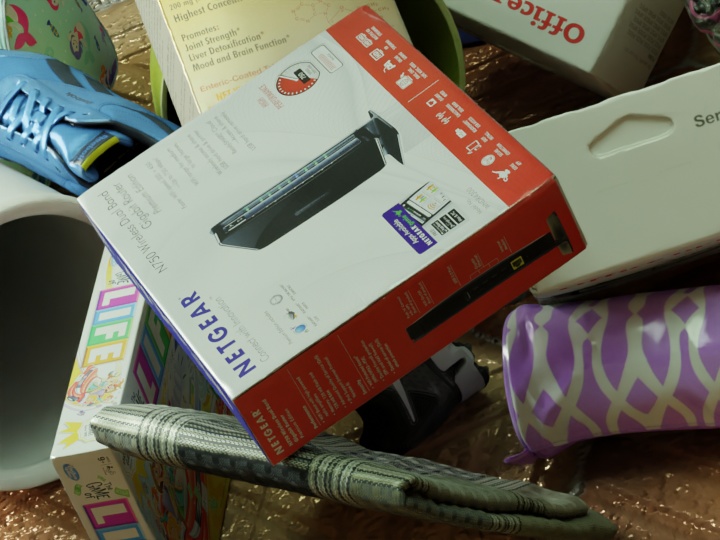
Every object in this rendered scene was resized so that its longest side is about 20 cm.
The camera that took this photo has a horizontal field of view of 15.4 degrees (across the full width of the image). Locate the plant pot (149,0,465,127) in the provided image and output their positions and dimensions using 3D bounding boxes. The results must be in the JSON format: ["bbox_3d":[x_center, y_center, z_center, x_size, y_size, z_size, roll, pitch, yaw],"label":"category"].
[{"bbox_3d":[-0.055,-0.132,1.649,0.187,0.187,0.200,-27,23,-8],"label":"plant pot"}]

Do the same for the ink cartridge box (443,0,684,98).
[{"bbox_3d":[0.138,-0.223,1.617,0.147,0.083,0.200,27,92,26],"label":"ink cartridge box"}]

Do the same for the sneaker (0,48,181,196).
[{"bbox_3d":[-0.165,-0.080,1.508,0.200,0.078,0.066,26,91,19],"label":"sneaker"}]

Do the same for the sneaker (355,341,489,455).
[{"bbox_3d":[-0.023,0.026,1.400,0.091,0.200,0.066,-52,22,-17],"label":"sneaker"}]

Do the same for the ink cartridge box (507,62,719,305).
[{"bbox_3d":[0.146,-0.042,1.391,0.146,0.084,0.200,-18,-4,5],"label":"ink cartridge box"}]

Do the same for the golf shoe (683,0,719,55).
[{"bbox_3d":[0.257,-0.099,1.506,0.073,0.092,0.200,-33,56,11],"label":"golf shoe"}]

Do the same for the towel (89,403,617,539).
[{"bbox_3d":[0.001,0.097,1.303,0.192,0.200,0.035,9,85,36],"label":"towel"}]

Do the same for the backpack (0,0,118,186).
[{"bbox_3d":[-0.255,-0.125,1.730,0.150,0.178,0.200,-9,40,26],"label":"backpack"}]

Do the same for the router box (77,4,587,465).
[{"bbox_3d":[-0.018,-0.023,1.272,0.179,0.049,0.200,-35,40,-7],"label":"router box"}]

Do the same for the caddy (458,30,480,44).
[{"bbox_3d":[0.037,-0.223,1.764,0.200,0.105,0.142,-9,37,17],"label":"caddy"}]

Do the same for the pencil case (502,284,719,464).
[{"bbox_3d":[0.170,0.050,1.353,0.200,0.086,0.084,-5,-5,23],"label":"pencil case"}]

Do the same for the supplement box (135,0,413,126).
[{"bbox_3d":[-0.054,-0.149,1.470,0.126,0.074,0.200,-18,70,-11],"label":"supplement box"}]

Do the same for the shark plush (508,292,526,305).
[{"bbox_3d":[0.000,0.000,1.503,0.200,0.083,0.091,-18,20,34],"label":"shark plush"}]

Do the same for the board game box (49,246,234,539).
[{"bbox_3d":[-0.108,0.079,1.410,0.034,0.135,0.200,-11,36,15],"label":"board game box"}]

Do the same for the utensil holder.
[{"bbox_3d":[-0.237,0.013,1.540,0.170,0.170,0.200,-37,36,-21],"label":"utensil holder"}]
